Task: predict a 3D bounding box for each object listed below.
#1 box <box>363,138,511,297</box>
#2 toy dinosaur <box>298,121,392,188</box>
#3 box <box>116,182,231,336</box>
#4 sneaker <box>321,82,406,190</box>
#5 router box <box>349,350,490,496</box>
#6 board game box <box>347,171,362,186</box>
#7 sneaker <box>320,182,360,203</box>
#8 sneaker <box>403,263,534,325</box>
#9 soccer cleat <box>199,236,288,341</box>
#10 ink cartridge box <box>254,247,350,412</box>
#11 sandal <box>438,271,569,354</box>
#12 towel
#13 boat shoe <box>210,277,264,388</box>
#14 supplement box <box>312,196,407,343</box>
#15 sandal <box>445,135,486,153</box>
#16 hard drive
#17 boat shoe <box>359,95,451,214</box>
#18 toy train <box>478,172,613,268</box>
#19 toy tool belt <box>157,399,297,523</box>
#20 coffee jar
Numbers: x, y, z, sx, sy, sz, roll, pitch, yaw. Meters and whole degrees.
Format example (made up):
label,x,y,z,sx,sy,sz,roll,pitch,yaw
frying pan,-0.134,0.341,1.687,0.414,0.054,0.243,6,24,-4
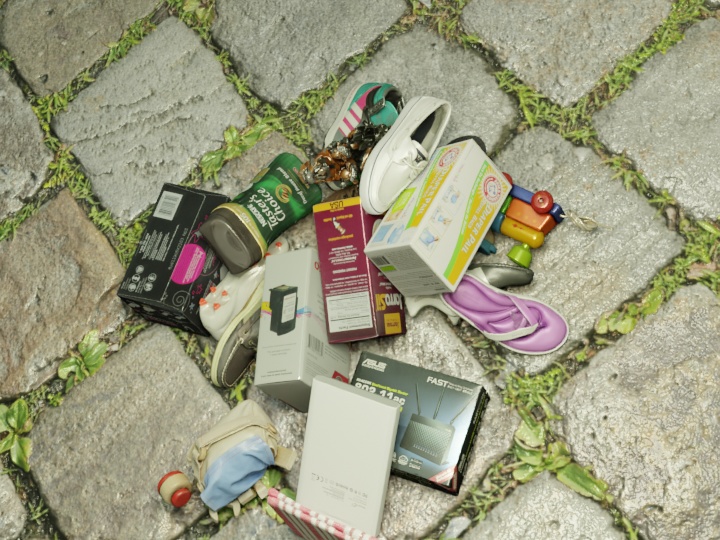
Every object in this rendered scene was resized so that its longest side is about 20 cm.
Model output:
label,x,y,z,sx,sy,sz,roll,pitch,yaw
box,0.112,-0.075,1.578,0.112,0.101,0.202,-8,44,52
toy dinosaur,0.003,-0.186,1.671,0.200,0.102,0.135,-48,24,-7
box,-0.277,-0.017,1.760,0.130,0.115,0.203,12,70,22
sneaker,0.019,-0.219,1.761,0.119,0.083,0.203,-3,58,43
router box,0.069,0.216,1.581,0.197,0.062,0.152,14,71,22
board game box,0.060,-0.087,1.738,0.095,0.030,0.200,-42,65,-4
sneaker,0.016,-0.124,1.711,0.197,0.076,0.072,-19,63,8
sneaker,0.161,0.035,1.638,0.196,0.074,0.090,-5,84,14
soccer cleat,-0.181,0.024,1.744,0.068,0.078,0.200,19,53,33
ink cartridge box,-0.079,0.090,1.631,0.081,0.146,0.204,-9,64,26
sandal,0.203,0.067,1.576,0.200,0.050,0.084,22,97,-3
towel,-0.027,0.360,1.502,0.197,0.147,0.030,20,68,23
boat shoe,-0.159,0.094,1.698,0.064,0.073,0.202,21,74,29
supplement box,0.000,0.000,1.628,0.084,0.110,0.204,-9,86,26
sandal,0.148,-0.120,1.712,0.074,0.045,0.203,9,66,11
hard drive,-0.020,0.260,1.545,0.130,0.026,0.204,17,109,22
boat shoe,0.066,-0.168,1.583,0.065,0.073,0.202,8,66,47
toy train,0.259,-0.053,1.637,0.198,0.085,0.117,28,87,25
toy tool belt,-0.192,0.294,1.595,0.199,0.125,0.123,-41,54,-3
coffee jar,-0.153,-0.087,1.704,0.105,0.085,0.200,52,54,-12
